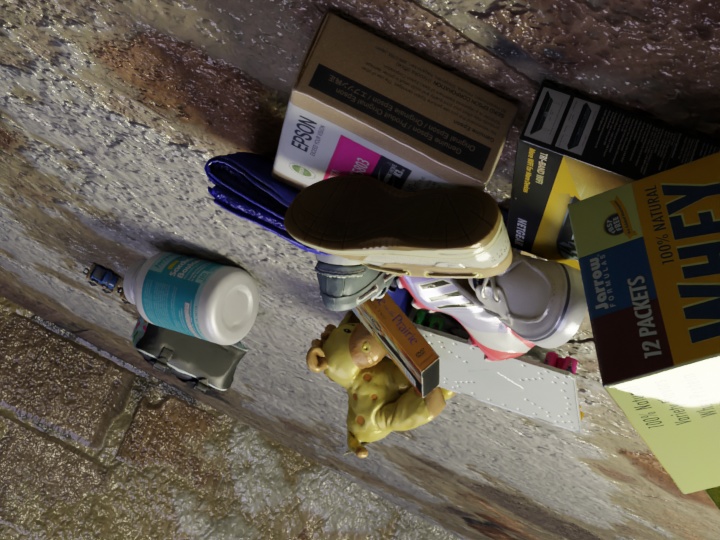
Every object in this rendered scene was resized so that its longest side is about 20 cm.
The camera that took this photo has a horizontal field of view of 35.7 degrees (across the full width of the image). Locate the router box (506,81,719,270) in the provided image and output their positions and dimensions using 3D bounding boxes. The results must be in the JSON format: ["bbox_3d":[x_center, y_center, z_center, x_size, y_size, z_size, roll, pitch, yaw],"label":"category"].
[{"bbox_3d":[0.196,-0.051,0.860,0.156,0.053,0.200,21,162,12],"label":"router box"}]

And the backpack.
[{"bbox_3d":[-0.277,0.107,1.799,0.176,0.152,0.200,27,169,-14],"label":"backpack"}]

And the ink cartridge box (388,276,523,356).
[{"bbox_3d":[0.099,0.062,1.343,0.198,0.041,0.200,24,163,3],"label":"ink cartridge box"}]

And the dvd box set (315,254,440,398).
[{"bbox_3d":[0.018,0.046,1.264,0.201,0.029,0.146,51,172,15],"label":"dvd box set"}]

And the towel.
[{"bbox_3d":[-0.070,-0.061,1.066,0.147,0.050,0.200,30,-172,0],"label":"towel"}]

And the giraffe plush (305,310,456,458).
[{"bbox_3d":[0.016,0.133,1.499,0.163,0.199,0.173,57,-171,-5],"label":"giraffe plush"}]

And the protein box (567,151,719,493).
[{"bbox_3d":[0.267,0.028,0.720,0.198,0.136,0.199,-19,143,21],"label":"protein box"}]

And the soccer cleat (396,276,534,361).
[{"bbox_3d":[0.108,0.022,1.102,0.076,0.067,0.200,-26,130,29],"label":"soccer cleat"}]

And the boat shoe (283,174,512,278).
[{"bbox_3d":[0.027,-0.026,0.874,0.198,0.075,0.066,11,153,38],"label":"boat shoe"}]

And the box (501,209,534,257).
[{"bbox_3d":[0.075,-0.046,1.080,0.198,0.033,0.121,23,163,10],"label":"box"}]

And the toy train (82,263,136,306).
[{"bbox_3d":[-0.402,0.045,1.993,0.199,0.034,0.046,29,159,-14],"label":"toy train"}]

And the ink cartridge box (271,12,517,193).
[{"bbox_3d":[0.019,-0.103,0.913,0.163,0.076,0.200,24,164,-2],"label":"ink cartridge box"}]

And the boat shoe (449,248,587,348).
[{"bbox_3d":[0.125,0.013,0.954,0.069,0.072,0.200,19,-174,-16],"label":"boat shoe"}]

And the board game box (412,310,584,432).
[{"bbox_3d":[0.163,0.119,1.312,0.198,0.026,0.200,17,160,21],"label":"board game box"}]

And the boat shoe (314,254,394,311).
[{"bbox_3d":[0.000,0.000,1.139,0.072,0.063,0.200,4,-173,14],"label":"boat shoe"}]

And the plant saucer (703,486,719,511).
[{"bbox_3d":[0.308,0.118,0.992,0.201,0.048,0.199,54,-157,12],"label":"plant saucer"}]

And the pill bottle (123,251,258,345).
[{"bbox_3d":[-0.253,0.035,1.628,0.198,0.112,0.111,12,159,33],"label":"pill bottle"}]
